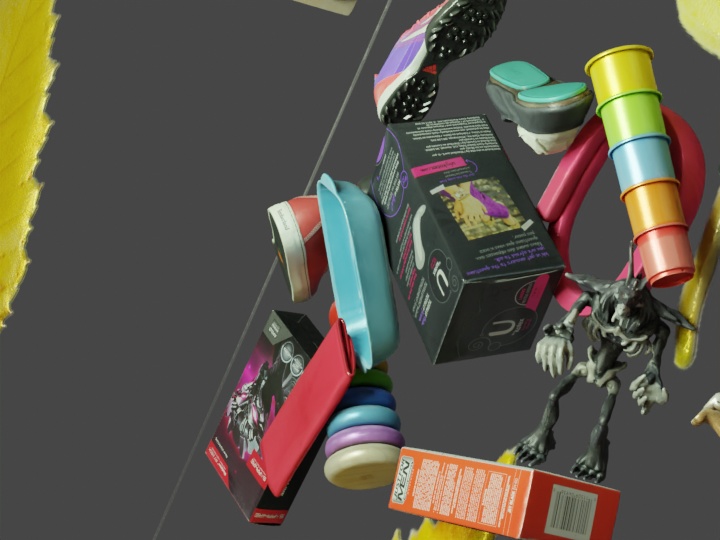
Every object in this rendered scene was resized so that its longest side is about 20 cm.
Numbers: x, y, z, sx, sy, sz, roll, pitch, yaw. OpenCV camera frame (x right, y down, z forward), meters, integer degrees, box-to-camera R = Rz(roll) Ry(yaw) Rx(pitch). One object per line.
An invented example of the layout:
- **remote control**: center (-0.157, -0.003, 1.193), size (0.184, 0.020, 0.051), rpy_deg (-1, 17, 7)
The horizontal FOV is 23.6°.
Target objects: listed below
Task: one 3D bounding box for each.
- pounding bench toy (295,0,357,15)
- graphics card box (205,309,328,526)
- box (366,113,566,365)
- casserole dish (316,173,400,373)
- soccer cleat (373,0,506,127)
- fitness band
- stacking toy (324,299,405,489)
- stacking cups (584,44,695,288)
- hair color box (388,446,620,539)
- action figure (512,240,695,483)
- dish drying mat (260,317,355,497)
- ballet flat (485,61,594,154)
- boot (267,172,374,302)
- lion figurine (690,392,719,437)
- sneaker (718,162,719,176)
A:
- **pounding bench toy**: center (-0.043, -0.403, 1.859), size (0.156, 0.124, 0.200), rpy_deg (52, 122, 45)
- **graphics card box**: center (-0.089, 0.159, 1.856), size (0.126, 0.051, 0.200), rpy_deg (51, 121, 45)
- **box**: center (0.092, -0.031, 1.586), size (0.122, 0.106, 0.200), rpy_deg (107, 149, -47)
- **casserole dish**: center (0.000, 0.000, 1.657), size (0.121, 0.039, 0.201), rpy_deg (-134, 33, -67)
- **soccer cleat**: center (0.073, -0.231, 1.718), size (0.200, 0.068, 0.073), rpy_deg (-52, 41, 36)
- **fitness band**: center (0.224, -0.053, 1.503), size (0.144, 0.037, 0.200), rpy_deg (51, 123, 42)
- **stacking toy**: center (-0.003, 0.114, 1.732), size (0.085, 0.085, 0.201), rpy_deg (-36, 51, 43)
- **stacking cups**: center (0.239, -0.085, 1.427), size (0.060, 0.060, 0.201), rpy_deg (-30, 66, 46)
- **hair color box**: center (0.122, 0.201, 1.504), size (0.200, 0.101, 0.062), rpy_deg (2, 77, 60)
- **action figure**: center (0.203, 0.081, 1.434), size (0.102, 0.118, 0.201), rpy_deg (-52, -19, -70)
- **dish drying mat**: center (-0.052, 0.140, 1.730), size (0.200, 0.018, 0.077), rpy_deg (-58, 30, 38)
- **ballet flat**: center (0.165, -0.142, 1.542), size (0.200, 0.073, 0.073), rpy_deg (-132, 57, -71)
- **boot**: center (-0.018, -0.035, 1.794), size (0.200, 0.144, 0.073), rpy_deg (94, 154, -70)
- **lion figurine**: center (0.333, 0.109, 1.286), size (0.122, 0.072, 0.200), rpy_deg (41, 112, 12)
- **sneaker**: center (0.351, -0.098, 1.306), size (0.200, 0.076, 0.112), rpy_deg (-42, 60, 48)
